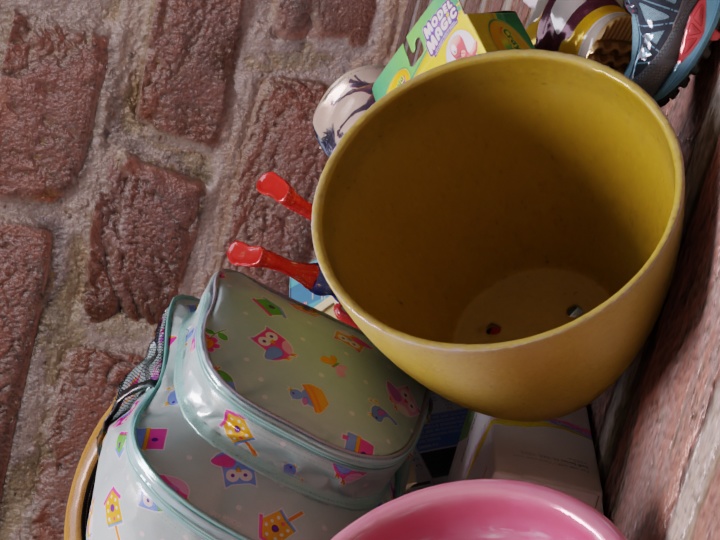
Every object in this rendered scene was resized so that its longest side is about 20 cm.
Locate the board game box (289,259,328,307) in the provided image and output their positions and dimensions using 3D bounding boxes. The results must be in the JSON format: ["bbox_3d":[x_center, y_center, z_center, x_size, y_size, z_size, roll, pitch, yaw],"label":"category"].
[{"bbox_3d":[0.048,-0.002,1.608,0.047,0.199,0.151,63,-174,-15],"label":"board game box"}]

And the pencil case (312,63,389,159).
[{"bbox_3d":[0.021,-0.031,1.509,0.090,0.077,0.201,118,149,-49],"label":"pencil case"}]

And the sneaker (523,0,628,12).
[{"bbox_3d":[0.156,-0.239,1.591,0.200,0.075,0.116,-81,2,-71],"label":"sneaker"}]

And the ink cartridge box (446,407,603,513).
[{"bbox_3d":[0.091,0.147,1.366,0.200,0.067,0.118,-89,13,-69],"label":"ink cartridge box"}]

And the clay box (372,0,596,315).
[{"bbox_3d":[0.083,-0.067,1.432,0.115,0.047,0.201,-50,55,45],"label":"clay box"}]

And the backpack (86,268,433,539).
[{"bbox_3d":[-0.055,0.110,1.281,0.154,0.175,0.201,-56,11,36],"label":"backpack"}]

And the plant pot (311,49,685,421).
[{"bbox_3d":[0.085,0.001,1.276,0.142,0.198,0.201,70,-156,-51],"label":"plant pot"}]

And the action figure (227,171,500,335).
[{"bbox_3d":[0.000,0.000,1.368,0.099,0.199,0.066,23,87,55],"label":"action figure"}]

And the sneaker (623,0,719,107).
[{"bbox_3d":[0.161,-0.189,1.283,0.079,0.095,0.201,-98,22,-78],"label":"sneaker"}]

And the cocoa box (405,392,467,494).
[{"bbox_3d":[0.012,0.178,1.591,0.132,0.132,0.201,62,150,34],"label":"cocoa box"}]

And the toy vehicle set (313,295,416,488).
[{"bbox_3d":[-0.035,0.103,1.485,0.200,0.026,0.125,-36,62,56],"label":"toy vehicle set"}]

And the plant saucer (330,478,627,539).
[{"bbox_3d":[0.050,0.194,1.138,0.201,0.199,0.051,-82,-24,-43],"label":"plant saucer"}]

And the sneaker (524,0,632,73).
[{"bbox_3d":[0.117,-0.089,1.490,0.090,0.075,0.201,44,120,43],"label":"sneaker"}]

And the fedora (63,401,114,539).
[{"bbox_3d":[-0.111,0.155,1.494,0.200,0.081,0.202,-27,54,44],"label":"fedora"}]
